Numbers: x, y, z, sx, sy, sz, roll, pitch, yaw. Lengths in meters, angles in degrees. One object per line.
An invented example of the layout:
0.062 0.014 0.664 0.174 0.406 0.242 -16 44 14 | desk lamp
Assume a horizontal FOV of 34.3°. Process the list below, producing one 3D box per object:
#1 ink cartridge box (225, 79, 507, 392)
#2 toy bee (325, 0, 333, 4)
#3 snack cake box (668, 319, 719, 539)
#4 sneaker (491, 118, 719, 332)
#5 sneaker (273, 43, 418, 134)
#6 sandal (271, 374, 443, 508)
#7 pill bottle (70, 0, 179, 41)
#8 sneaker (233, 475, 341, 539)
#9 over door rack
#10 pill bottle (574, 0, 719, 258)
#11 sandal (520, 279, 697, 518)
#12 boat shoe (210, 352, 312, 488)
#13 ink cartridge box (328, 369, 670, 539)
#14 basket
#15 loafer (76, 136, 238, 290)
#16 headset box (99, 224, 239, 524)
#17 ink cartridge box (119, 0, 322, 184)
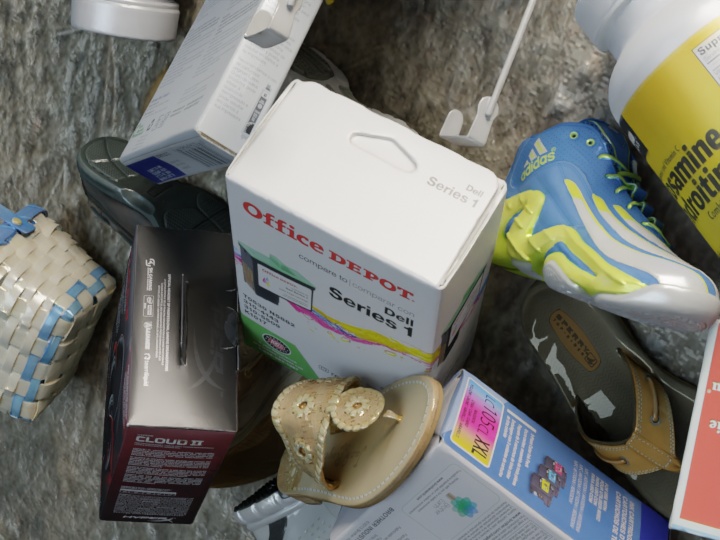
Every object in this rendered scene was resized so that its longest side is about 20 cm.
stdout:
0.000 0.000 0.723 0.143 0.084 0.201 27 151 14 | ink cartridge box
0.013 -0.242 0.748 0.198 0.108 0.133 4 97 36 | toy bee
0.272 0.102 0.598 0.198 0.067 0.117 12 89 29 | snack cake box
0.137 -0.036 0.675 0.199 0.075 0.106 25 95 55 | sneaker
-0.021 -0.075 0.825 0.200 0.077 0.100 49 129 31 | sneaker
-0.028 0.102 0.725 0.211 0.069 0.079 -36 34 61 | sandal
-0.168 -0.280 0.875 0.111 0.111 0.203 19 107 33 | pill bottle
-0.006 0.171 0.851 0.199 0.073 0.081 -31 89 41 | sneaker
0.051 -0.176 0.608 0.202 0.146 0.067 -63 26 8 | over door rack
0.203 -0.085 0.622 0.112 0.111 0.201 -44 70 32 | pill bottle
0.163 0.083 0.712 0.200 0.054 0.081 50 122 21 | sandal
-0.072 0.102 0.888 0.200 0.073 0.070 -44 50 40 | boat shoe
0.096 0.175 0.722 0.199 0.077 0.137 38 127 -5 | ink cartridge box
-0.328 0.023 1.006 0.198 0.139 0.177 30 117 -4 | basket
-0.151 -0.033 0.932 0.199 0.071 0.063 39 138 24 | loafer
-0.136 0.074 0.823 0.201 0.074 0.151 120 151 -56 | headset box
-0.079 -0.158 0.770 0.199 0.040 0.202 1 65 66 | ink cartridge box
